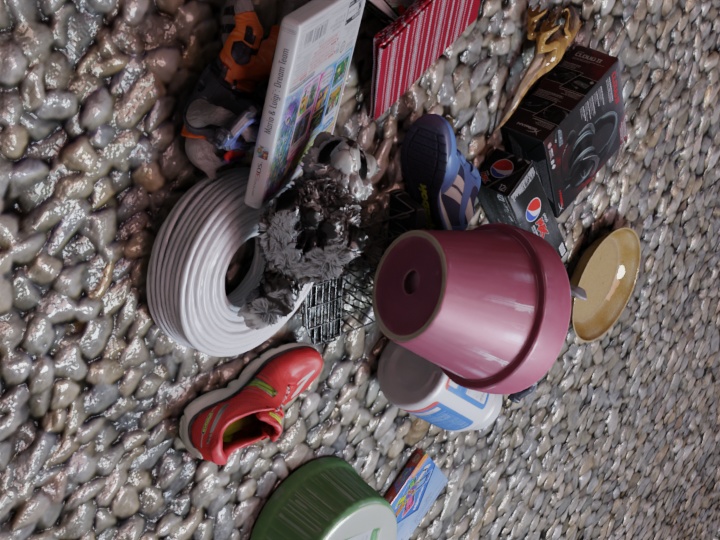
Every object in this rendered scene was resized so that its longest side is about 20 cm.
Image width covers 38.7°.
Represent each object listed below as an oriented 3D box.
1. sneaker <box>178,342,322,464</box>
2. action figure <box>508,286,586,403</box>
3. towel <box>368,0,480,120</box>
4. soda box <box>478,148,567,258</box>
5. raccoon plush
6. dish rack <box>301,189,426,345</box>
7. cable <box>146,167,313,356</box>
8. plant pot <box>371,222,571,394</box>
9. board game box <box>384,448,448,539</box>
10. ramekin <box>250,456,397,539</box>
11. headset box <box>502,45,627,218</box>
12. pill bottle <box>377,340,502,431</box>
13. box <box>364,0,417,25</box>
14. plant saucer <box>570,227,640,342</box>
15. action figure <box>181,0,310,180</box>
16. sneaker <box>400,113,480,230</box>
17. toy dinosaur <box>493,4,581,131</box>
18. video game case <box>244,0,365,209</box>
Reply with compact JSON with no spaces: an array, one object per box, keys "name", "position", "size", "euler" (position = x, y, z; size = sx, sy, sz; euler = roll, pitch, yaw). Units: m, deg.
[{"name":"sneaker","position":[-0.109,0.157,1.164],"size":[0.199,0.084,0.078],"euler":[-34,134,-32]},{"name":"action figure","position":[0.244,0.073,1.467],"size":[0.202,0.104,0.194],"euler":[-61,-175,-29]},{"name":"towel","position":[0.076,-0.272,1.153],"size":[0.200,0.022,0.145],"euler":[-47,165,-19]},{"name":"soda box","position":[0.223,-0.075,1.427],"size":[0.064,0.070,0.201],"euler":[-49,139,-15]},{"name":"raccoon plush","position":[-0.061,-0.051,1.016],"size":[0.096,0.199,0.135],"euler":[40,37,-19]},{"name":"dish rack","position":[0.000,0.000,1.231],"size":[0.198,0.054,0.156],"euler":[-20,123,-39]},{"name":"cable","position":[-0.126,-0.006,1.062],"size":[0.199,0.069,0.203],"euler":[13,101,-54]},{"name":"plant pot","position":[0.118,0.035,1.204],"size":[0.177,0.199,0.203],"euler":[13,101,-38]},{"name":"board game box","position":[0.052,0.369,1.518],"size":[0.201,0.019,0.103],"euler":[-53,142,-14]},{"name":"ramekin","position":[-0.042,0.357,1.339],"size":[0.198,0.097,0.203],"euler":[-25,128,-38]},{"name":"headset box","position":[0.295,-0.200,1.435],"size":[0.200,0.077,0.150],"euler":[-45,140,-20]},{"name":"pill bottle","position":[0.116,0.156,1.401],"size":[0.199,0.111,0.114],"euler":[34,84,-51]},{"name":"box","position":[0.004,-0.344,1.059],"size":[0.199,0.034,0.112],"euler":[24,91,-52]},{"name":"plant saucer","position":[0.398,0.019,1.707],"size":[0.199,0.035,0.204],"euler":[-27,129,-38]},{"name":"action figure","position":[-0.112,-0.183,0.998],"size":[0.196,0.103,0.200],"euler":[-63,172,9]},{"name":"sneaker","position":[0.103,-0.120,1.269],"size":[0.082,0.073,0.202],"euler":[-40,144,-25]},{"name":"toy dinosaur","position":[0.241,-0.281,1.345],"size":[0.201,0.060,0.107],"euler":[-50,141,-17]},{"name":"video game case","position":[-0.050,-0.178,0.999],"size":[0.200,0.023,0.185],"euler":[-55,163,-59]}]
